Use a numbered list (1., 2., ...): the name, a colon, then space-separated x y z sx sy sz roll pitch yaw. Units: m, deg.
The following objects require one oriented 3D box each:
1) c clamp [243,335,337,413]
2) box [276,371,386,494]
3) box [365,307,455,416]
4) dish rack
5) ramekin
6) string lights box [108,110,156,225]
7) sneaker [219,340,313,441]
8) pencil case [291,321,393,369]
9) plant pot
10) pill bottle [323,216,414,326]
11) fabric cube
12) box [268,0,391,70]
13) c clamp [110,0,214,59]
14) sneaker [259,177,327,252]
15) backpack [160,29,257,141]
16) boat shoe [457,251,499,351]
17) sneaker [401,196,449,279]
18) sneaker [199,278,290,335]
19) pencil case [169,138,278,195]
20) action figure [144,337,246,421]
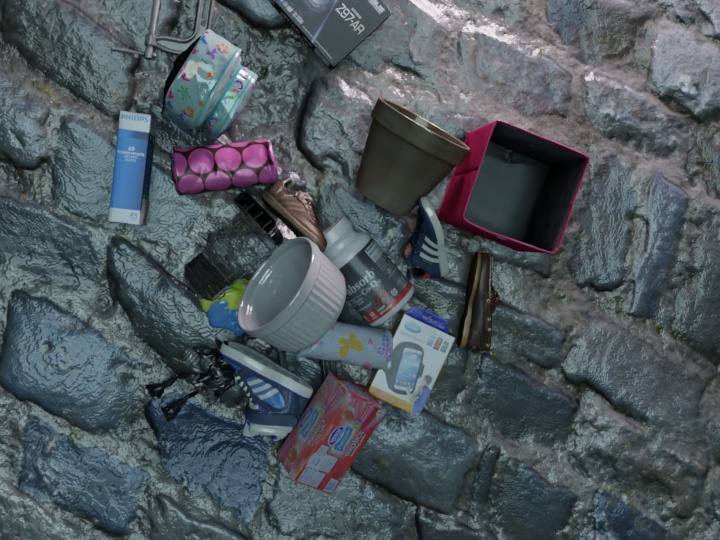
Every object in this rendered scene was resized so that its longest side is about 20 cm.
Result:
1. c clamp: -0.126 0.203 1.646 0.171 0.027 0.200 -15 95 -20
2. box: -0.058 0.311 1.610 0.103 0.095 0.200 28 97 -34
3. box: 0.104 0.178 1.684 0.119 0.041 0.200 25 91 -9
4. dish rack: -0.247 -0.041 1.571 0.200 0.153 0.055 -41 134 -5
5. ramekin: -0.116 0.051 1.500 0.105 0.200 0.200 38 87 -28
6. string lights box: -0.420 -0.186 1.556 0.059 0.103 0.201 6 91 -8
7. sneaker: -0.202 0.238 1.569 0.200 0.081 0.147 31 94 -13
8. pencil case: -0.037 0.138 1.614 0.200 0.091 0.083 11 88 -23
9. plant pot: 0.080 -0.207 1.602 0.200 0.200 0.174 29 105 -9
10. pill bottle: 0.000 0.000 1.622 0.116 0.116 0.200 -43 97 -5
11. fabric cube: 0.286 -0.154 1.616 0.196 0.199 0.200 20 89 -10
12. box: -0.064 -0.517 1.624 0.160 0.044 0.200 -43 98 -4
13. c clamp: -0.364 -0.491 1.589 0.170 0.027 0.200 14 91 -9
14. sneaker: -0.113 -0.112 1.577 0.076 0.070 0.200 -40 55 -9
15. backpack: -0.276 -0.332 1.515 0.150 0.200 0.178 31 82 -6
16. boat shoe: 0.244 0.063 1.686 0.070 0.070 0.200 8 100 -2
17. sneaker: 0.117 -0.054 1.621 0.084 0.075 0.200 -15 133 2
18. sneaker: -0.208 0.067 1.626 0.199 0.076 0.105 -5 112 -9
19. pencil case: -0.258 -0.200 1.591 0.199 0.091 0.094 -7 77 -10
20. action figure: -0.299 0.205 1.594 0.200 0.102 0.119 -31 85 -5
